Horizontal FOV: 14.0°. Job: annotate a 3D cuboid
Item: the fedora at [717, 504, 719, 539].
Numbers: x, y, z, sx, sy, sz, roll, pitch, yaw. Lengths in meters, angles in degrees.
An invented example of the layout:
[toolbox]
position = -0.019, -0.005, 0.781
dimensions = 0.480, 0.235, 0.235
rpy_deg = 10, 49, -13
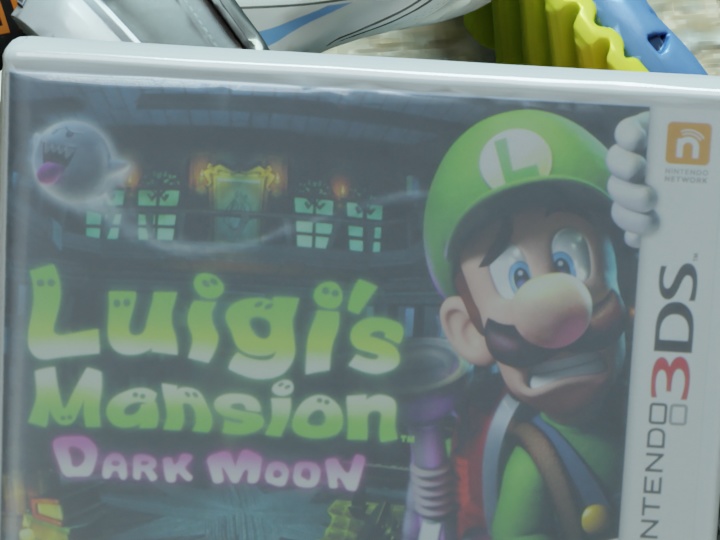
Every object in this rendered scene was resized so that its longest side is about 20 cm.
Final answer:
[fedora]
position = 0.178, 0.096, 0.862
dimensions = 0.199, 0.092, 0.202
rpy_deg = -2, 73, 6

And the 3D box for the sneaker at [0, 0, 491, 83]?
[sneaker]
position = -0.044, -0.086, 0.920
dimensions = 0.199, 0.072, 0.073
rpy_deg = -27, 106, -19

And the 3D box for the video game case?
[video game case]
position = 0.000, 0.033, 0.792
dimensions = 0.199, 0.023, 0.183
rpy_deg = 3, 103, 1

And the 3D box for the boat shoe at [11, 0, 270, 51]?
[boat shoe]
position = -0.013, -0.023, 0.836
dimensions = 0.057, 0.069, 0.200
rpy_deg = -45, 94, -5

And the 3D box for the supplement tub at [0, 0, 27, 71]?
[supplement tub]
position = -0.127, -0.112, 0.985
dimensions = 0.199, 0.123, 0.123
rpy_deg = -23, 61, -11

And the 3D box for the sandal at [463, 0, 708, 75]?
[sandal]
position = 0.066, -0.119, 1.013
dimensions = 0.087, 0.080, 0.200
rpy_deg = -28, 63, -19
